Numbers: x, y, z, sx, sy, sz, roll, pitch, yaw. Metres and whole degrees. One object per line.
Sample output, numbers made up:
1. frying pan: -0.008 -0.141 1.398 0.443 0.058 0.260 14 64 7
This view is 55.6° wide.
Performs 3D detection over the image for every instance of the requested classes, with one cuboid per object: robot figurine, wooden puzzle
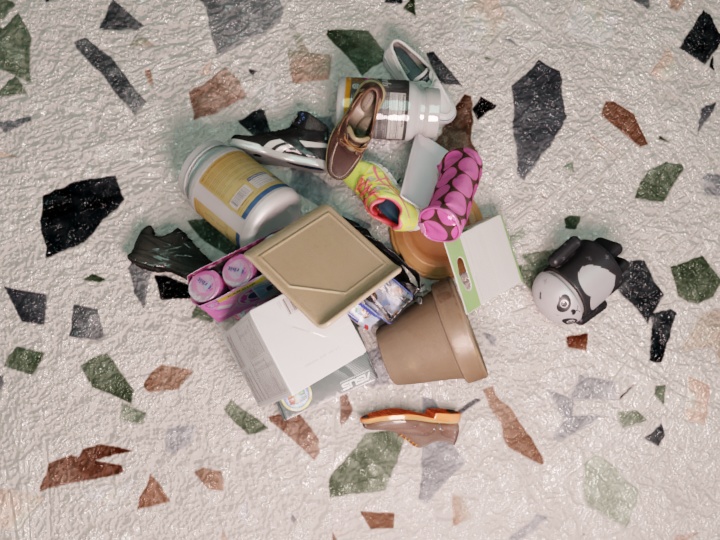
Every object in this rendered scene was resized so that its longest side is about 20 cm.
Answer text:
1. robot figurine: 0.436 0.020 1.358 0.199 0.125 0.151 -37 77 -10
2. wooden puzzle: -0.062 -0.009 1.117 0.200 0.037 0.185 40 55 23

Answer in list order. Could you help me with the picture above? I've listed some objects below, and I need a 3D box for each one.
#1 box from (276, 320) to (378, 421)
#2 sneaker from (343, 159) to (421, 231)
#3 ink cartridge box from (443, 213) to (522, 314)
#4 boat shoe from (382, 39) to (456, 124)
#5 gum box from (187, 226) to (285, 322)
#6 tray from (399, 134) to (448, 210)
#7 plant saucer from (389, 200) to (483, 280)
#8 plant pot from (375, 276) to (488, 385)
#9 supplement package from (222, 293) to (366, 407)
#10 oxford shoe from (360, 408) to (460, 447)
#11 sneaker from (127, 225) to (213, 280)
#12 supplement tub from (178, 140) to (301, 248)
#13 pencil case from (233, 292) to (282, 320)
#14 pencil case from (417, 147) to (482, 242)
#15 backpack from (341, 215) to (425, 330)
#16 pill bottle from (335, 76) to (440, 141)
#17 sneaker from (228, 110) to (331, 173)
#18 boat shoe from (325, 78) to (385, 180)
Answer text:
1. box: -0.087 0.174 1.314 0.199 0.044 0.161 -22 86 -9
2. sneaker: 0.032 -0.145 1.313 0.200 0.090 0.078 38 123 17
3. ink cartridge box: 0.225 -0.013 1.316 0.199 0.048 0.147 -24 98 -40
4. boat shoe: 0.121 -0.381 1.385 0.200 0.065 0.074 44 80 -2
5. gum box: -0.199 0.012 1.203 0.199 0.114 0.066 -27 71 -3
6. tray: 0.132 -0.181 1.342 0.107 0.022 0.201 31 48 -16
7. plant saucer: 0.157 -0.083 1.376 0.198 0.037 0.202 1 85 -8
8. plant pot: 0.126 0.133 1.288 0.173 0.200 0.202 -20 87 8
9. supplement package: -0.120 0.124 1.174 0.151 0.200 0.151 -27 86 -28
10. oxford shoe: 0.097 0.306 1.315 0.198 0.071 0.074 3 89 -8
11. sneaker: -0.332 -0.029 1.290 0.198 0.076 0.091 17 75 -8
12. supplement tub: -0.222 -0.135 1.255 0.200 0.145 0.145 38 80 19
13. pencil case: -0.171 0.019 1.301 0.200 0.083 0.086 -44 53 -9
14. pencil case: 0.164 -0.139 1.263 0.093 0.091 0.201 4 42 22
15. backpack: 0.000 0.000 1.260 0.154 0.200 0.191 -43 109 4
16. pill bottle: 0.053 -0.313 1.335 0.198 0.116 0.117 3 84 -1
17. sneaker: -0.152 -0.264 1.338 0.198 0.073 0.113 11 80 -17
18. boat shoe: -0.012 -0.252 1.261 0.072 0.072 0.201 25 114 -10
